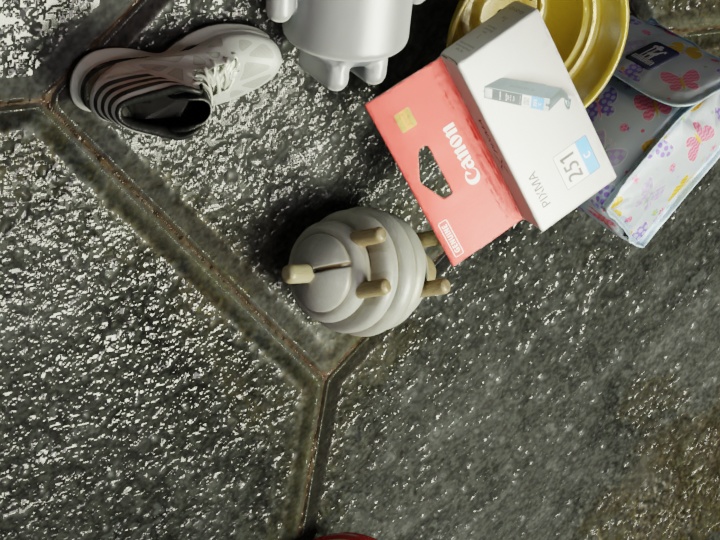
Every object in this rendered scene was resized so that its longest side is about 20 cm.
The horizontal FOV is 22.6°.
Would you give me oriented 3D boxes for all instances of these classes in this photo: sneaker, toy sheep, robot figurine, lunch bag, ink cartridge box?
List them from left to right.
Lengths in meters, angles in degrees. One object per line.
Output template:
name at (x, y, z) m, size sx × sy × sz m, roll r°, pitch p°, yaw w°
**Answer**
sneaker at (-0.134, -0.149, 1.532) m, size 0.200 × 0.115 × 0.076 m, roll -16°, pitch 126°, yaw -32°
robot figurine at (-0.009, -0.259, 1.564) m, size 0.169 × 0.113 × 0.200 m, roll -15°, pitch 126°, yaw -34°
toy sheep at (0.000, 0.000, 1.729) m, size 0.200 × 0.138 × 0.138 m, roll 7°, pitch 113°, yaw -48°
ink cartridge box at (0.125, -0.120, 1.678) m, size 0.176 × 0.045 × 0.200 m, roll -35°, pitch 120°, yaw -8°
lunch bag at (0.270, -0.156, 1.821) m, size 0.200 × 0.170 × 0.127 m, roll -48°, pitch 141°, yaw -1°

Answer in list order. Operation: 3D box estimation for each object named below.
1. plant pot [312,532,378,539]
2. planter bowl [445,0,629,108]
plant pot at (-0.002, 0.396, 1.940) m, size 0.200 × 0.200 × 0.183 m, roll -41°, pitch 133°, yaw -10°
planter bowl at (0.151, -0.233, 1.726) m, size 0.200 × 0.083 × 0.201 m, roll -14°, pitch 123°, yaw -22°
